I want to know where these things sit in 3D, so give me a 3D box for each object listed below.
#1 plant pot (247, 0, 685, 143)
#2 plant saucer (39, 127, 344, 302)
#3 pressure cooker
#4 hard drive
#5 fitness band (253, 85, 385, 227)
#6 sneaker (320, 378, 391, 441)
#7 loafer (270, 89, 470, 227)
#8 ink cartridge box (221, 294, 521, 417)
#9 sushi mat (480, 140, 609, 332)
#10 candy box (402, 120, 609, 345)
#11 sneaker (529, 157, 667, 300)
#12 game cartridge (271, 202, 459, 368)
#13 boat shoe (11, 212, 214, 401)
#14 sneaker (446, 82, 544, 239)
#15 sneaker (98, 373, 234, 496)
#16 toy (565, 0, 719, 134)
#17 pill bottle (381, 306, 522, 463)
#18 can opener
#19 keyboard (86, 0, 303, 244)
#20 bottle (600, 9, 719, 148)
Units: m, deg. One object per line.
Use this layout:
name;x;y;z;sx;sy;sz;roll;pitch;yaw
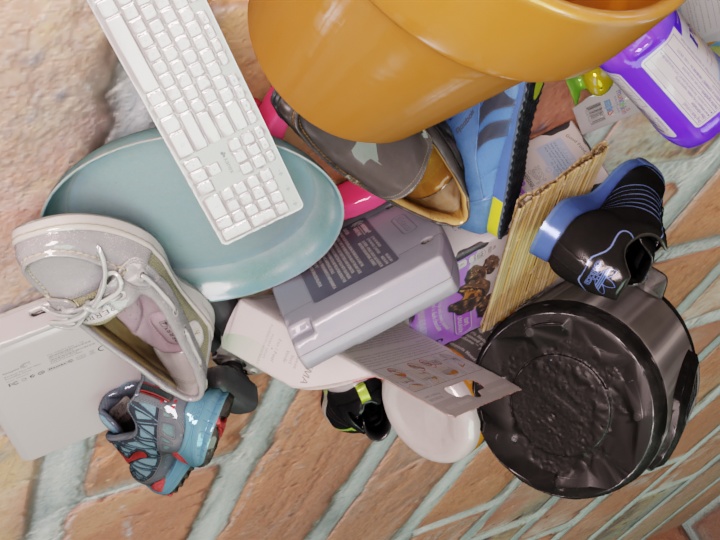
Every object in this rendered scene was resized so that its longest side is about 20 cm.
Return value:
plant pot;0.034;-0.159;0.526;0.198;0.202;0.183;-10;163;-33
plant saucer;-0.110;-0.038;0.709;0.198;0.028;0.201;-8;151;-4
pressure cooker;0.210;0.091;0.963;0.175;0.180;0.200;-22;179;30
hard drive;-0.230;0.081;0.852;0.131;0.026;0.201;-21;153;-15
fitness band;-0.014;-0.094;0.744;0.142;0.038;0.201;-22;154;-14
sneaker;-0.001;0.152;1.136;0.071;0.083;0.200;-26;154;-4
loafer;0.019;-0.081;0.682;0.073;0.073;0.199;-41;153;21
ink cartridge box;0.012;0.077;0.862;0.160;0.199;0.051;-5;121;-63
sushi mat;0.146;-0.023;0.874;0.095;0.012;0.201;-32;156;-19
candy box;0.116;-0.022;0.957;0.198;0.072;0.168;-27;153;-6
sneaker;0.206;-0.030;0.837;0.199;0.078;0.071;-29;150;-49
game cartridge;0.000;0.000;0.784;0.132;0.042;0.200;-24;-162;-3
boat shoe;-0.156;0.026;0.712;0.074;0.065;0.202;-16;150;12
sneaker;0.088;-0.115;0.778;0.066;0.078;0.202;-51;156;-47
sneaker;-0.173;0.125;0.897;0.095;0.080;0.200;27;148;-11
toy;0.243;-0.188;0.812;0.198;0.048;0.115;-26;143;10
pill bottle;0.122;0.100;1.090;0.199;0.116;0.117;-31;161;-42
can opener;-0.113;0.063;0.879;0.053;0.068;0.200;-10;154;7
keyboard;-0.092;-0.099;0.594;0.056;0.011;0.201;-29;128;-5
bottle;0.183;-0.164;0.724;0.065;0.084;0.199;-39;129;21
